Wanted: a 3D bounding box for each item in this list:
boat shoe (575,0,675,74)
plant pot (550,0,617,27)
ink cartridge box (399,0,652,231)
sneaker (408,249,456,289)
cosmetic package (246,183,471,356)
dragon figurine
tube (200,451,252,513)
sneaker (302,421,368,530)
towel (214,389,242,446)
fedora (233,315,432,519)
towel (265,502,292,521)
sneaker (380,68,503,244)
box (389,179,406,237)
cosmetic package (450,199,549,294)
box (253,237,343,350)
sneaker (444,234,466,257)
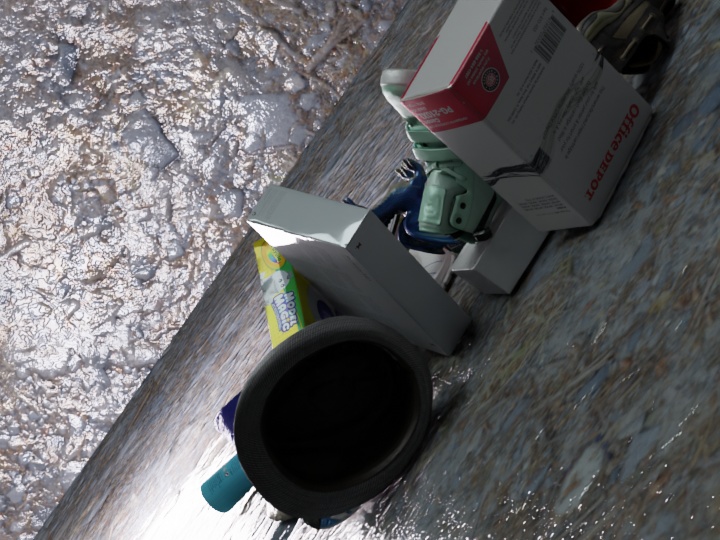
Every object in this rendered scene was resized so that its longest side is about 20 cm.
[{"bbox_3d":[0.268,-0.229,1.677,0.200,0.073,0.075,-37,-14,-45],"label":"boat shoe"},{"bbox_3d":[0.198,-0.278,1.862,0.201,0.200,0.177,-59,1,-19],"label":"plant pot"},{"bbox_3d":[0.156,-0.152,1.541,0.084,0.200,0.145,-8,47,56],"label":"ink cartridge box"},{"bbox_3d":[0.041,0.021,1.860,0.200,0.087,0.074,-61,11,-31],"label":"sneaker"},{"bbox_3d":[0.000,0.000,1.675,0.150,0.200,0.052,20,70,46],"label":"cosmetic package"},{"bbox_3d":[0.072,-0.050,1.718,0.059,0.199,0.100,136,151,-72],"label":"dragon figurine"},{"bbox_3d":[-0.118,0.221,2.075,0.200,0.050,0.078,-45,22,23],"label":"tube"},{"bbox_3d":[0.000,0.173,1.678,0.201,0.075,0.087,-61,-12,-18],"label":"sneaker"},{"bbox_3d":[-0.092,0.169,2.006,0.148,0.050,0.200,-42,19,-9],"label":"towel"},{"bbox_3d":[-0.032,0.130,1.585,0.200,0.177,0.090,-40,16,-7],"label":"fedora"},{"bbox_3d":[-0.062,0.175,1.841,0.132,0.034,0.201,149,131,-69],"label":"towel"},{"bbox_3d":[0.076,-0.102,1.590,0.074,0.200,0.119,7,67,46],"label":"sneaker"},{"bbox_3d":[0.034,-0.014,2.065,0.117,0.060,0.200,-48,13,32],"label":"box"},{"bbox_3d":[0.171,-0.071,1.666,0.200,0.051,0.083,-57,9,-7],"label":"cosmetic package"},{"bbox_3d":[-0.051,0.065,1.740,0.048,0.117,0.201,-25,54,20],"label":"box"},{"bbox_3d":[0.152,-0.101,1.777,0.200,0.075,0.081,-54,11,2],"label":"sneaker"}]
